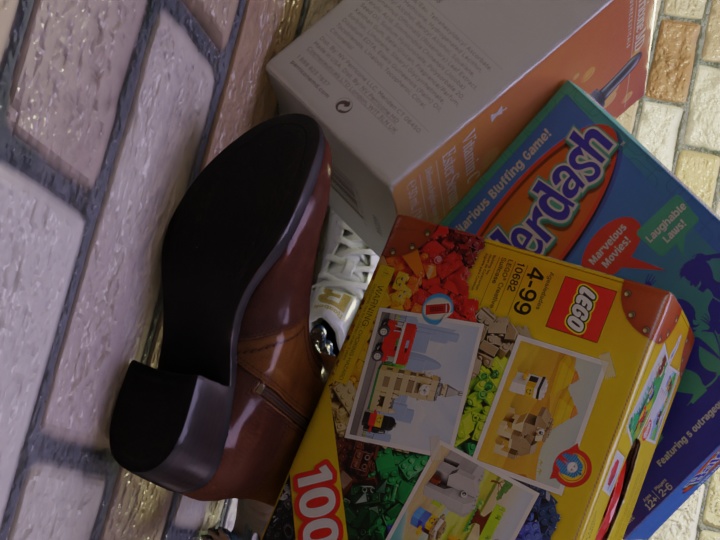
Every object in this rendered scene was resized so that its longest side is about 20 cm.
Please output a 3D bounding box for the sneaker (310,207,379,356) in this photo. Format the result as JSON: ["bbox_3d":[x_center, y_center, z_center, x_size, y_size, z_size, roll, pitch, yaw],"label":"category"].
[{"bbox_3d":[0.000,0.000,0.878,0.116,0.073,0.201,-48,149,-72],"label":"sneaker"}]

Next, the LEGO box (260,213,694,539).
[{"bbox_3d":[0.055,0.093,0.655,0.200,0.149,0.077,-68,152,-10],"label":"LEGO box"}]

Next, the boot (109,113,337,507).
[{"bbox_3d":[-0.021,0.039,0.684,0.200,0.068,0.189,31,70,-55],"label":"boot"}]

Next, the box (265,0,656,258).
[{"bbox_3d":[0.064,-0.111,0.782,0.200,0.106,0.152,-40,158,-8],"label":"box"}]

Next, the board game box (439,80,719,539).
[{"bbox_3d":[0.133,0.019,0.721,0.152,0.200,0.045,-49,151,14],"label":"board game box"}]

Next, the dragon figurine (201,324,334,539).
[{"bbox_3d":[-0.046,0.123,0.796,0.099,0.059,0.200,-48,141,-50],"label":"dragon figurine"}]
